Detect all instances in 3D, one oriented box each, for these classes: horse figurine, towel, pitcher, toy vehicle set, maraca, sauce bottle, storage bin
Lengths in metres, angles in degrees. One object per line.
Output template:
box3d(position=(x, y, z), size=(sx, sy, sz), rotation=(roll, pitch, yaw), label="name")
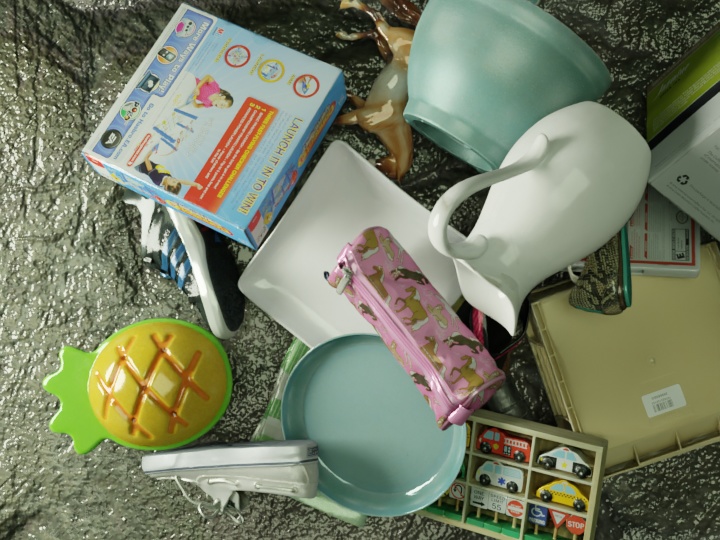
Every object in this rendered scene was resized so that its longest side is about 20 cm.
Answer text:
box3d(position=(0.021, -0.209, 0.996), size=(0.132, 0.050, 0.200), rotation=(22, 93, 7), label="horse figurine")
box3d(position=(-0.030, 0.160, 1.009), size=(0.152, 0.023, 0.200), rotation=(22, 90, 1), label="towel")
box3d(position=(0.154, -0.063, 0.811), size=(0.200, 0.172, 0.121), rotation=(-48, 50, -3), label="pitcher")
box3d(position=(0.145, 0.212, 0.951), size=(0.200, 0.027, 0.125), rotation=(10, 102, 26), label="toy vehicle set")
box3d(position=(-0.233, 0.123, 0.971), size=(0.200, 0.107, 0.137), rotation=(-11, 82, 2), label="maraca")
box3d(position=(0.118, 0.068, 0.984), size=(0.066, 0.066, 0.200), rotation=(-24, 88, 1), label="sauce bottle")
box3d(position=(0.293, 0.090, 0.968), size=(0.200, 0.094, 0.199), rotation=(-19, 90, 0), label="storage bin")

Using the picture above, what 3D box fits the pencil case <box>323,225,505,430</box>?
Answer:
box3d(position=(0.051, 0.054, 0.876), size=(0.086, 0.083, 0.200), rotation=(-33, 75, -23), label="pencil case")

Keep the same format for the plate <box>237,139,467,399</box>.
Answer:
box3d(position=(0.000, 0.000, 0.963), size=(0.200, 0.032, 0.200), rotation=(39, 107, 8), label="plate")

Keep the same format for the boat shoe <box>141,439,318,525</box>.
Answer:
box3d(position=(-0.136, 0.226, 0.972), size=(0.202, 0.075, 0.086), rotation=(-6, 86, 15), label="boat shoe")

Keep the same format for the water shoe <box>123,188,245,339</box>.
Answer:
box3d(position=(-0.189, -0.014, 0.999), size=(0.079, 0.071, 0.200), rotation=(-24, 83, 20), label="water shoe")

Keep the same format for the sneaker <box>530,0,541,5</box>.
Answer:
box3d(position=(0.188, -0.358, 0.976), size=(0.074, 0.082, 0.200), rotation=(24, 90, 2), label="sneaker")

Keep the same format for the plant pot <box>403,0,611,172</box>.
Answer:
box3d(position=(0.125, -0.178, 0.918), size=(0.200, 0.200, 0.134), rotation=(33, 91, 1), label="plant pot")

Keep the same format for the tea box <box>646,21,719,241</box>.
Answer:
box3d(position=(0.391, -0.115, 0.880), size=(0.200, 0.197, 0.134), rotation=(37, 129, -11), label="tea box")

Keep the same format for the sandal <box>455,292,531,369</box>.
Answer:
box3d(position=(0.136, 0.042, 0.910), size=(0.075, 0.045, 0.200), rotation=(14, 106, -25), label="sandal")

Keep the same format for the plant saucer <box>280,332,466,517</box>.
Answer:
box3d(position=(0.014, 0.157, 0.957), size=(0.200, 0.027, 0.201), rotation=(5, 105, 18), label="plant saucer")

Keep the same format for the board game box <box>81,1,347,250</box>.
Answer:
box3d(position=(-0.146, -0.152, 0.951), size=(0.196, 0.056, 0.200), rotation=(26, 74, 13), label="board game box")

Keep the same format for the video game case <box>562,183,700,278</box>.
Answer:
box3d(position=(0.244, -0.062, 0.954), size=(0.200, 0.017, 0.143), rotation=(3, 61, 14), label="video game case")

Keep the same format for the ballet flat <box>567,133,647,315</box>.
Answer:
box3d(position=(0.236, -0.050, 0.904), size=(0.075, 0.068, 0.200), rotation=(3, 63, 26), label="ballet flat")
